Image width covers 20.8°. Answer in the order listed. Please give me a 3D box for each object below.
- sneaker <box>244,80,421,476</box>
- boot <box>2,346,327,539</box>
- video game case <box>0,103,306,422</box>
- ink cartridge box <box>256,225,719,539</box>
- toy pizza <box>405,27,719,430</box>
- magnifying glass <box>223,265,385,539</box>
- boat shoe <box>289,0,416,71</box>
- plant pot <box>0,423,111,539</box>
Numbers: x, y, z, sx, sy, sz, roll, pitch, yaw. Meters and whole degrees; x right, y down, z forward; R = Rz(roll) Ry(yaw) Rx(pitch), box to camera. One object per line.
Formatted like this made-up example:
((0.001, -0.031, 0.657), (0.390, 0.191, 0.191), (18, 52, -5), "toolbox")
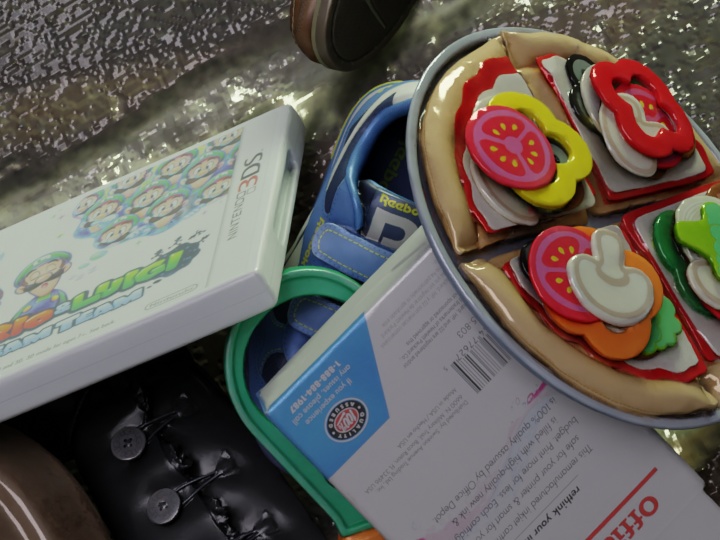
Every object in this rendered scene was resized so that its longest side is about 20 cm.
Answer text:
((0.000, 0.000, 0.919), (0.073, 0.082, 0.202), (19, 82, -13), "sneaker")
((-0.119, 0.120, 0.956), (0.165, 0.066, 0.200), (-41, 68, 8), "boot")
((-0.123, 0.002, 0.934), (0.199, 0.024, 0.182), (-23, 25, 14), "video game case")
((0.064, 0.088, 0.850), (0.115, 0.068, 0.200), (-44, 97, -3), "ink cartridge box")
((0.108, -0.026, 0.842), (0.032, 0.199, 0.202), (-44, 57, 44), "toy pizza")
((-0.006, 0.096, 0.885), (0.079, 0.022, 0.202), (-17, 98, -7), "magnifying glass")
((0.001, -0.193, 1.001), (0.067, 0.072, 0.201), (11, 69, 29), "boat shoe")
((-0.228, 0.176, 0.885), (0.199, 0.174, 0.202), (3, 96, 28), "plant pot")
